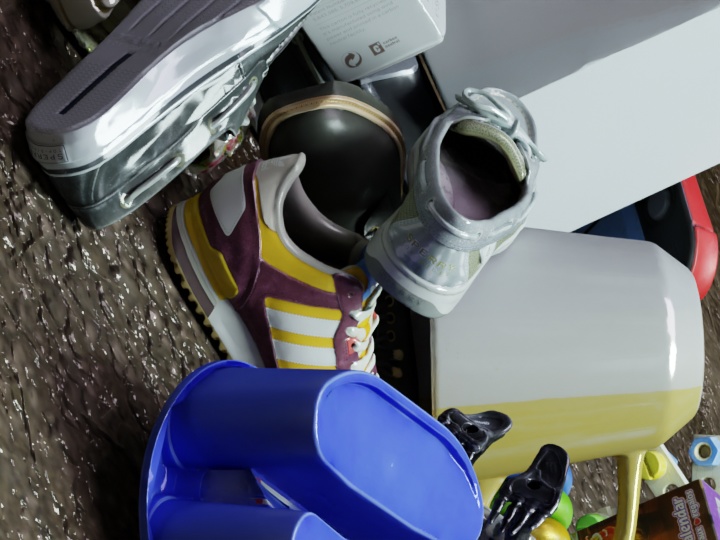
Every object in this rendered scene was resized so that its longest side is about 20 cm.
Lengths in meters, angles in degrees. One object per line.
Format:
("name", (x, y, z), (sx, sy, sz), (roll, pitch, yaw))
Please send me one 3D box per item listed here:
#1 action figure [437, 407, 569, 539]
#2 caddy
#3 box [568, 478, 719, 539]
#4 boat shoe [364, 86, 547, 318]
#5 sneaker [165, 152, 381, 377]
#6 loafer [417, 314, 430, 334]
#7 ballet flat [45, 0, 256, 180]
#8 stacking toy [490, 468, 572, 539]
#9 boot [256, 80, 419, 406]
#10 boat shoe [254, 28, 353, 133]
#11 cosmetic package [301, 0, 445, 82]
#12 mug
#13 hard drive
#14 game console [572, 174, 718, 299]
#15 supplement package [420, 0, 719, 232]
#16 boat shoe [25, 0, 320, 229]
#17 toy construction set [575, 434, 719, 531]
("action figure", (0.050, 0.162, 1.502), (0.119, 0.102, 0.200), (39, -36, 27))
("caddy", (-0.028, 0.123, 1.360), (0.200, 0.105, 0.142), (39, 53, -50))
("box", (0.163, 0.234, 1.647), (0.039, 0.137, 0.201), (40, 30, -50))
("boat shoe", (0.060, -0.047, 1.529), (0.074, 0.065, 0.202), (38, 32, -1))
("sneaker", (-0.017, 0.034, 1.507), (0.200, 0.090, 0.075), (56, 21, -20))
("loafer", (0.053, -0.004, 1.771), (0.070, 0.068, 0.201), (54, 16, -5))
("ballet flat", (-0.119, -0.129, 1.482), (0.200, 0.075, 0.064), (51, 31, -25))
("stacking toy", (0.089, 0.147, 1.674), (0.085, 0.085, 0.201), (39, 39, -50))
("boot", (0.000, 0.000, 1.565), (0.200, 0.077, 0.139), (62, 17, -60))
("boat shoe", (-0.051, -0.166, 1.708), (0.076, 0.060, 0.201), (17, 50, -64))
("cosmetic package", (-0.030, -0.213, 1.613), (0.200, 0.074, 0.102), (55, 20, -37))
("mug", (0.108, 0.058, 1.618), (0.150, 0.153, 0.187), (-98, -172, -56))
("hard drive", (0.019, -0.118, 1.771), (0.200, 0.042, 0.135), (-109, 174, -59))
("game console", (0.145, -0.015, 1.838), (0.031, 0.200, 0.177), (8, 51, -33))
("supplement package", (0.129, -0.156, 1.752), (0.147, 0.191, 0.200), (61, 6, -54))
("boat shoe", (-0.085, -0.096, 1.443), (0.200, 0.072, 0.071), (-40, 130, -27))
("toy construction set", (0.192, 0.208, 1.759), (0.092, 0.131, 0.201), (31, 38, -55))
